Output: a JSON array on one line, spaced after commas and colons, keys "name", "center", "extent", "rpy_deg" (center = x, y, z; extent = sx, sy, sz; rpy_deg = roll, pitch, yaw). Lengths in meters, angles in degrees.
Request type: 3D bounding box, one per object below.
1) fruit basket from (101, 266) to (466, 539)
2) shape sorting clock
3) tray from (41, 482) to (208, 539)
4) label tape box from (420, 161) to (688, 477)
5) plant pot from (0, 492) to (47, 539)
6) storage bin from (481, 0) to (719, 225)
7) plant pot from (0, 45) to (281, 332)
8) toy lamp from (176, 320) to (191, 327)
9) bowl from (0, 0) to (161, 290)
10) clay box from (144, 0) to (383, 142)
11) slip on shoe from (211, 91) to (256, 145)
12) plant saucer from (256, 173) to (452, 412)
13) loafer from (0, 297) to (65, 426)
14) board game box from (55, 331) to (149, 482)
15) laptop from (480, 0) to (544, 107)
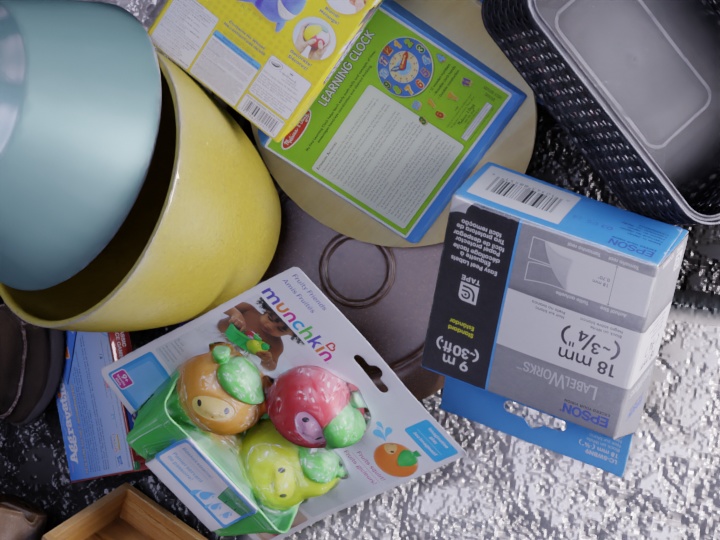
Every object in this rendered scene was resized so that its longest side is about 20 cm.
[{"name": "fruit basket", "center": [-0.058, 0.103, 1.447], "extent": [0.200, 0.094, 0.185], "rpy_deg": [-24, 116, 39]}, {"name": "shape sorting clock", "center": [0.021, -0.109, 1.422], "extent": [0.200, 0.039, 0.200], "rpy_deg": [5, 119, 9]}, {"name": "tray", "center": [-0.125, 0.236, 1.502], "extent": [0.200, 0.099, 0.037], "rpy_deg": [32, 123, 19]}, {"name": "label tape box", "center": [0.120, 0.047, 1.392], "extent": [0.144, 0.063, 0.200], "rpy_deg": [20, 122, 18]}, {"name": "plant pot", "center": [-0.333, 0.246, 1.540], "extent": [0.200, 0.200, 0.199], "rpy_deg": [17, 86, 20]}, {"name": "storage bin", "center": [0.191, -0.138, 1.351], "extent": [0.135, 0.094, 0.200], "rpy_deg": [-42, 101, -11]}, {"name": "plant pot", "center": [-0.138, -0.043, 1.438], "extent": [0.200, 0.142, 0.200], "rpy_deg": [-18, 64, 40]}, {"name": "toy lamp", "center": [-0.171, -0.047, 1.556], "extent": [0.058, 0.058, 0.200], "rpy_deg": [-44, 74, 13]}, {"name": "bowl", "center": [-0.234, -0.095, 1.375], "extent": [0.201, 0.105, 0.201], "rpy_deg": [-17, 64, 40]}, {"name": "clay box", "center": [-0.040, -0.195, 1.349], "extent": [0.115, 0.048, 0.200], "rpy_deg": [38, 118, 2]}, {"name": "slip on shoe", "center": [-0.059, -0.184, 1.489], "extent": [0.061, 0.076, 0.200], "rpy_deg": [-116, 36, -47]}, {"name": "plant saucer", "center": [0.000, 0.000, 1.488], "extent": [0.200, 0.034, 0.201], "rpy_deg": [-1, 87, 13]}, {"name": "loafer", "center": [-0.260, 0.024, 1.548], "extent": [0.073, 0.071, 0.200], "rpy_deg": [38, 126, 45]}, {"name": "board game box", "center": [-0.201, 0.052, 1.550], "extent": [0.103, 0.019, 0.200], "rpy_deg": [-16, 84, 53]}, {"name": "laptop", "center": [0.069, -0.243, 1.398], "extent": [0.188, 0.200, 0.116], "rpy_deg": [-61, 34, 9]}]
